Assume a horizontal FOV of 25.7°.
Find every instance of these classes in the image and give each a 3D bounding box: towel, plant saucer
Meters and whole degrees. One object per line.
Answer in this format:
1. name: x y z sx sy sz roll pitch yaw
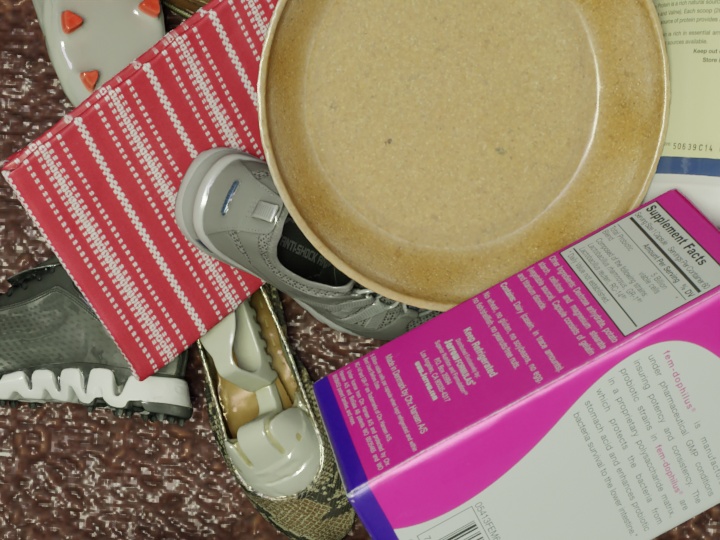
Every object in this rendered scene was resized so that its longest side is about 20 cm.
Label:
1. towel: -0.072 -0.058 0.806 0.200 0.022 0.145 -41 124 -19
2. plant saucer: 0.048 -0.082 0.748 0.198 0.035 0.202 -1 98 -11

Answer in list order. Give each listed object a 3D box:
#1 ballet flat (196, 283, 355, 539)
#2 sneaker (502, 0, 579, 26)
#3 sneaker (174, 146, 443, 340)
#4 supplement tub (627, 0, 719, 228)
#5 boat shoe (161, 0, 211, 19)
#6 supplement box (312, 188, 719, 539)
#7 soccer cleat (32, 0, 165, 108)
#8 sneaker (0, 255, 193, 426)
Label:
1. ballet flat: -0.060 0.060 0.863 0.067 0.075 0.202 -21 85 8
2. sneaker: 0.064 -0.112 0.821 0.117 0.074 0.202 12 116 -14
3. sneaker: 0.000 0.000 0.811 0.082 0.199 0.075 24 95 51
4. supplement tub: 0.209 -0.114 0.801 0.144 0.145 0.202 8 88 8
5. boat shoe: -0.035 -0.161 0.873 0.198 0.068 0.073 14 89 8
6. supplement box: 0.092 0.065 0.719 0.199 0.104 0.102 -27 117 2
7. soccer cleat: -0.160 -0.168 0.887 0.069 0.078 0.202 -14 79 -26
8. sneaker: -0.182 0.032 0.882 0.198 0.066 0.091 4 81 17
